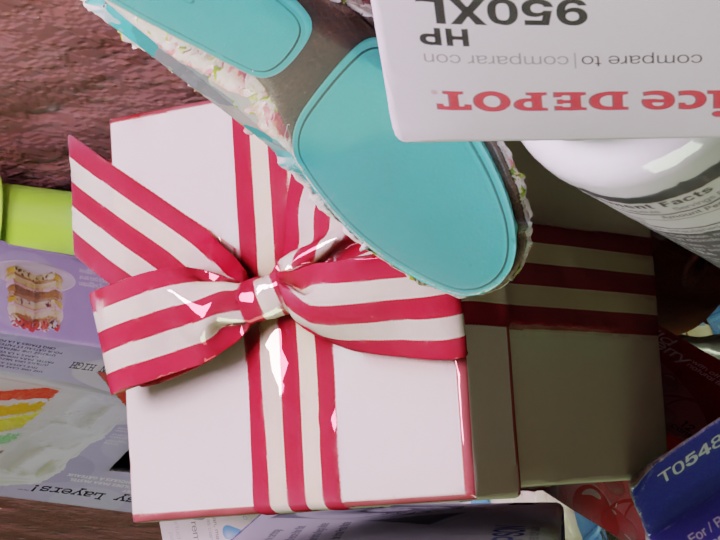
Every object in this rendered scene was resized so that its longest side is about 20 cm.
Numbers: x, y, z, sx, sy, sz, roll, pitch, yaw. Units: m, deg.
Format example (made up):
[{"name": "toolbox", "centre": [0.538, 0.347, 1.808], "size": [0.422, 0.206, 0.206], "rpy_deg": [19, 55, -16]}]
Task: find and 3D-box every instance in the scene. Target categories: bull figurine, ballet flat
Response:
[{"name": "bull figurine", "centre": [0.153, -0.004, 1.094], "size": [0.121, 0.066, 0.200], "rpy_deg": [11, 160, -29]}, {"name": "ballet flat", "centre": [-0.016, -0.073, 0.816], "size": [0.200, 0.064, 0.076], "rpy_deg": [42, 112, -13]}]

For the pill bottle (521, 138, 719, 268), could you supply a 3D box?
[{"name": "pill bottle", "centre": [0.117, -0.068, 0.825], "size": [0.113, 0.114, 0.200], "rpy_deg": [-10, 157, 36]}]

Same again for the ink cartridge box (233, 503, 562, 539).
[{"name": "ink cartridge box", "centre": [-0.010, 0.131, 1.053], "size": [0.199, 0.041, 0.200], "rpy_deg": [-3, 180, 4]}]

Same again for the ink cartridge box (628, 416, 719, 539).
[{"name": "ink cartridge box", "centre": [0.218, 0.095, 1.022], "size": [0.199, 0.041, 0.200], "rpy_deg": [-33, 144, -3]}]

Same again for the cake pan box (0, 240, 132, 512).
[{"name": "cake pan box", "centre": [-0.122, 0.059, 1.159], "size": [0.199, 0.053, 0.184], "rpy_deg": [11, 151, -27]}]

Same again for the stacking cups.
[{"name": "stacking cups", "centre": [-0.118, -0.014, 1.141], "size": [0.199, 0.061, 0.060], "rpy_deg": [4, 163, -18]}]

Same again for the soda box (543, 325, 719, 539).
[{"name": "soda box", "centre": [0.079, 0.044, 1.068], "size": [0.200, 0.070, 0.063], "rpy_deg": [31, -141, 29]}]

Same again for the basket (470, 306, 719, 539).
[{"name": "basket", "centre": [0.161, 0.099, 1.212], "size": [0.199, 0.177, 0.139], "rpy_deg": [8, 141, 30]}]

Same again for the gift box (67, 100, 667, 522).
[{"name": "gift box", "centre": [0.000, 0.000, 0.960], "size": [0.184, 0.201, 0.186], "rpy_deg": [-13, 171, 33]}]

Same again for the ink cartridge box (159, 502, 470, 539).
[{"name": "ink cartridge box", "centre": [-0.002, 0.115, 1.336], "size": [0.199, 0.129, 0.125], "rpy_deg": [-14, 175, 40]}]

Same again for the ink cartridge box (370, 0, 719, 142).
[{"name": "ink cartridge box", "centre": [0.071, -0.125, 0.621], "size": [0.144, 0.085, 0.200], "rpy_deg": [0, 144, 8]}]
